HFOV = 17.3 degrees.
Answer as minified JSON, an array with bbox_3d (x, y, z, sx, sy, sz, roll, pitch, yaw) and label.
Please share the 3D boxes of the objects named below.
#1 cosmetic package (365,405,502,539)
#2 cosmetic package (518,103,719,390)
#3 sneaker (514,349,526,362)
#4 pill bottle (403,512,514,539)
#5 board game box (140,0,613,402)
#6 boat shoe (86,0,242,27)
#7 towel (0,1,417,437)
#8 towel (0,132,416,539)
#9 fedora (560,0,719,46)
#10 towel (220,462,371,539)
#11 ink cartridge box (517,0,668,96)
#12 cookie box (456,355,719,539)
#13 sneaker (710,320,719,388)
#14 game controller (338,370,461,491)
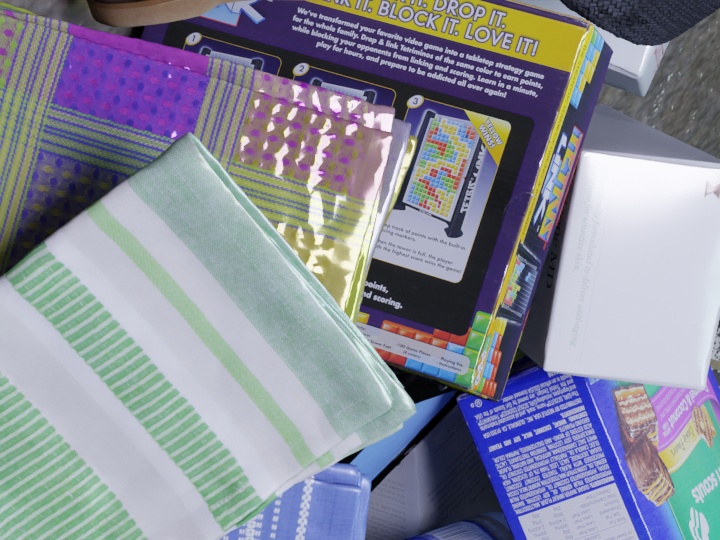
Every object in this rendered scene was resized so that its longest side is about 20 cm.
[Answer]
[{"bbox_3d":[0.032,0.144,1.346,0.102,0.074,0.200,-40,138,-44],"label":"cosmetic package"},{"bbox_3d":[0.106,-0.021,1.147,0.200,0.085,0.108,-137,-125,-74],"label":"cosmetic package"},{"bbox_3d":[0.099,0.052,1.395,0.077,0.088,0.201,-24,124,-54],"label":"sneaker"},{"bbox_3d":[0.002,0.207,1.218,0.200,0.120,0.120,-15,122,-21],"label":"pill bottle"},{"bbox_3d":[-0.010,-0.051,1.043,0.166,0.200,0.057,-71,160,-4],"label":"board game box"},{"bbox_3d":[-0.034,-0.149,0.966,0.070,0.199,0.070,-78,154,-51],"label":"boat shoe"},{"bbox_3d":[-0.086,-0.020,0.976,0.023,0.200,0.144,-178,-77,-80],"label":"towel"},{"bbox_3d":[-0.099,0.059,0.957,0.153,0.200,0.023,49,14,-21],"label":"towel"},{"bbox_3d":[0.106,-0.163,1.013,0.092,0.201,0.200,-46,154,14],"label":"fedora"},{"bbox_3d":[-0.101,0.140,1.021,0.024,0.199,0.145,-99,-164,-74],"label":"towel"},{"bbox_3d":[0.144,-0.194,1.189,0.147,0.083,0.200,-7,121,-82],"label":"ink cartridge box"},{"bbox_3d":[0.148,0.127,1.225,0.171,0.075,0.200,-23,91,-62],"label":"cookie box"},{"bbox_3d":[0.152,0.081,1.347,0.089,0.077,0.200,39,80,-43],"label":"sneaker"},{"bbox_3d":[-0.001,0.092,1.199,0.104,0.042,0.200,-1,141,-53],"label":"game controller"}]
